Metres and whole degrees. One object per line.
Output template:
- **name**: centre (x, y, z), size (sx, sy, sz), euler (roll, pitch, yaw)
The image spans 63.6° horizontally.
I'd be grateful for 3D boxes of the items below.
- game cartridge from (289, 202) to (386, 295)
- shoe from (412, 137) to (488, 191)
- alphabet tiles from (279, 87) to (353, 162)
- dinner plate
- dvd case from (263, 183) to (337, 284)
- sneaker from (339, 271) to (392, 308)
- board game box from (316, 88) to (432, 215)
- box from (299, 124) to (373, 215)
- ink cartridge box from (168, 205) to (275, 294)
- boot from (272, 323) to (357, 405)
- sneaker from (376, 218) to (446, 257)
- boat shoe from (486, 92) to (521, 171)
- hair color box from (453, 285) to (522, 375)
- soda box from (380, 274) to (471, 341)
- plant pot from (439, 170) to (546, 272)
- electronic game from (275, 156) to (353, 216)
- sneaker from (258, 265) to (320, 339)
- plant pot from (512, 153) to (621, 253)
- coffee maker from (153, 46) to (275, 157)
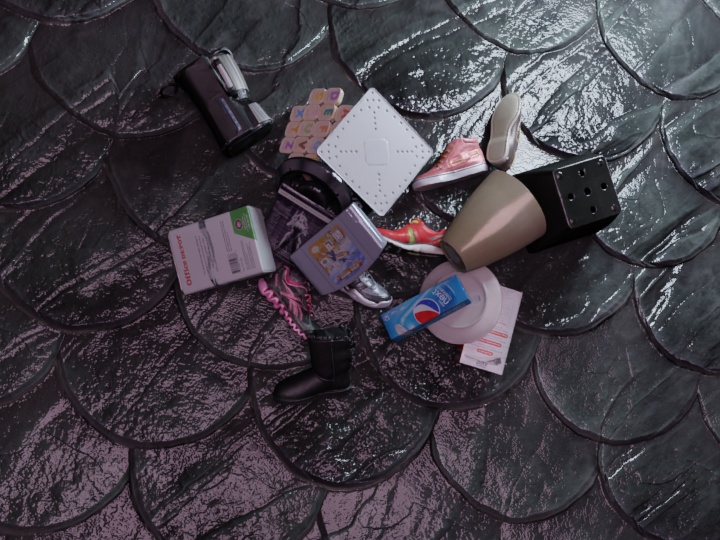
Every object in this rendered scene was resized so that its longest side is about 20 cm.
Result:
- **game cartridge**: centre (-0.046, -0.038, 1.268), size (0.199, 0.042, 0.134), euler (-38, 93, 24)
- **shoe**: centre (0.206, -0.257, 1.396), size (0.198, 0.071, 0.092), euler (-17, 87, -13)
- **alphabet tiles**: centre (-0.105, -0.320, 1.319), size (0.194, 0.015, 0.202), euler (13, 83, 38)
- **dinner plate**: centre (0.231, 0.070, 1.357), size (0.197, 0.024, 0.203), euler (-3, 79, 17)
- **dvd case**: centre (-0.154, -0.074, 1.309), size (0.148, 0.016, 0.201), euler (31, 117, -1)
- **sneaker**: centre (0.000, 0.000, 1.327), size (0.198, 0.076, 0.115), euler (30, 118, -1)
- **board game box**: centre (0.032, -0.256, 1.265), size (0.200, 0.026, 0.201), euler (42, 76, -13)
- **box**: centre (-0.038, -0.211, 1.337), size (0.158, 0.046, 0.201), euler (-35, 91, 22)
- **ink cartridge box**: centre (-0.304, -0.042, 1.280), size (0.197, 0.083, 0.149), euler (-14, 88, 12)
- **boot**: centre (-0.100, 0.209, 1.292), size (0.195, 0.074, 0.164), euler (-5, 117, -13)
- **sneaker**: centre (0.114, -0.083, 1.376), size (0.197, 0.077, 0.086), euler (9, 80, -17)
- **boat shoe**: centre (0.359, -0.338, 1.422), size (0.059, 0.071, 0.202), euler (33, 65, -44)
- **hair color box**: centre (0.302, 0.135, 1.384), size (0.110, 0.064, 0.203), euler (17, 83, -5)
- **soda box**: centre (0.150, 0.089, 1.330), size (0.199, 0.068, 0.065), euler (-30, 72, 10)
- **plant pot**: centre (0.285, -0.093, 1.332), size (0.199, 0.187, 0.188), euler (-38, 92, -8)
- **electronic game**: centre (-0.103, -0.166, 1.293), size (0.199, 0.200, 0.042), euler (37, 54, -3)
- **sneaker**: centre (-0.139, 0.074, 1.320), size (0.095, 0.079, 0.200), euler (-41, 93, 2)
- **plant pot**: centre (0.491, -0.168, 1.370), size (0.197, 0.177, 0.203), euler (-17, 90, -7)
- **coffee maker**: centre (-0.322, -0.363, 1.317), size (0.191, 0.135, 0.201), euler (-31, 89, 15)
